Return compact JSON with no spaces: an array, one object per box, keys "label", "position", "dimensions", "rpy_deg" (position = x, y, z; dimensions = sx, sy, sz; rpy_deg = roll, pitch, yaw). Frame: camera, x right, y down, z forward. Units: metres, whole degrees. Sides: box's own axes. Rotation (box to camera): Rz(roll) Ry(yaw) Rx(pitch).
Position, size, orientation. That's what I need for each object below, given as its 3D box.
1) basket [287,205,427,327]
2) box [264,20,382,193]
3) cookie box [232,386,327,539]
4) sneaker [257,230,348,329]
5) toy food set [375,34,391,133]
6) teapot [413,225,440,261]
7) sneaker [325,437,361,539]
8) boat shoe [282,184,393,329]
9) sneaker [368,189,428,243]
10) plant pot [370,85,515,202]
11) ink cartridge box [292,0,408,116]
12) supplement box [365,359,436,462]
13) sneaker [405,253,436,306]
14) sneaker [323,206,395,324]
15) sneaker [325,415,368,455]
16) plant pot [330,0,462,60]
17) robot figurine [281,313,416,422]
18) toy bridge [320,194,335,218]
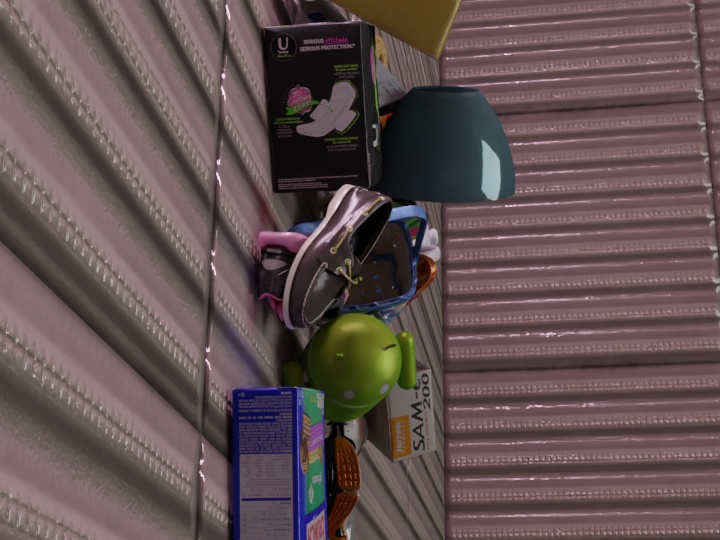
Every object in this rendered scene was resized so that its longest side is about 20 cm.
[{"label":"basket","position":[-0.003,-0.014,1.688],"dimensions":[0.201,0.174,0.141],"rpy_deg":[87,-6,-58]},{"label":"box","position":[-0.043,-0.205,1.646],"dimensions":[0.149,0.122,0.203],"rpy_deg":[-47,135,-79]},{"label":"cookie box","position":[-0.083,0.228,1.400],"dimensions":[0.171,0.074,0.203],"rpy_deg":[38,51,-80]},{"label":"sneaker","position":[-0.074,0.029,1.547],"dimensions":[0.200,0.078,0.097],"rpy_deg":[47,47,-60]},{"label":"toy food set","position":[0.030,-0.222,1.896],"dimensions":[0.199,0.048,0.202],"rpy_deg":[60,24,-52]},{"label":"teapot","position":[0.048,-0.041,2.014],"dimensions":[0.198,0.144,0.202],"rpy_deg":[88,-5,-57]},{"label":"sneaker","position":[-0.037,0.318,1.734],"dimensions":[0.092,0.075,0.203],"rpy_deg":[-51,145,-88]},{"label":"boat shoe","position":[-0.025,-0.015,1.487],"dimensions":[0.203,0.060,0.072],"rpy_deg":[-63,152,-32]},{"label":"sneaker","position":[0.041,-0.090,1.815],"dimensions":[0.077,0.084,0.200],"rpy_deg":[56,-15,-23]},{"label":"plant pot","position":[0.111,-0.175,1.763],"dimensions":[0.200,0.197,0.137],"rpy_deg":[-57,149,-75]},{"label":"ink cartridge box","position":[-0.025,-0.292,1.772],"dimensions":[0.201,0.039,0.099],"rpy_deg":[52,30,7]},{"label":"supplement box","position":[0.033,0.177,1.899],"dimensions":[0.200,0.073,0.128],"rpy_deg":[-147,-131,-63]},{"label":"sneaker","position":[0.042,0.029,1.899],"dimensions":[0.077,0.199,0.074],"rpy_deg":[-9,71,-48]},{"label":"sneaker","position":[0.000,0.000,1.844],"dimensions":[0.076,0.104,0.202],"rpy_deg":[111,-25,-60]},{"label":"sneaker","position":[-0.024,0.185,1.819],"dimensions":[0.080,0.073,0.202],"rpy_deg":[-71,156,-61]},{"label":"plant pot","position":[0.051,-0.414,1.697],"dimensions":[0.202,0.194,0.194],"rpy_deg":[-61,-167,10]},{"label":"robot figurine","position":[-0.016,0.121,1.635],"dimensions":[0.200,0.173,0.117],"rpy_deg":[129,-53,-68]},{"label":"toy bridge","position":[-0.036,-0.005,1.941],"dimensions":[0.067,0.027,0.203],"rpy_deg":[-67,153,-67]}]
